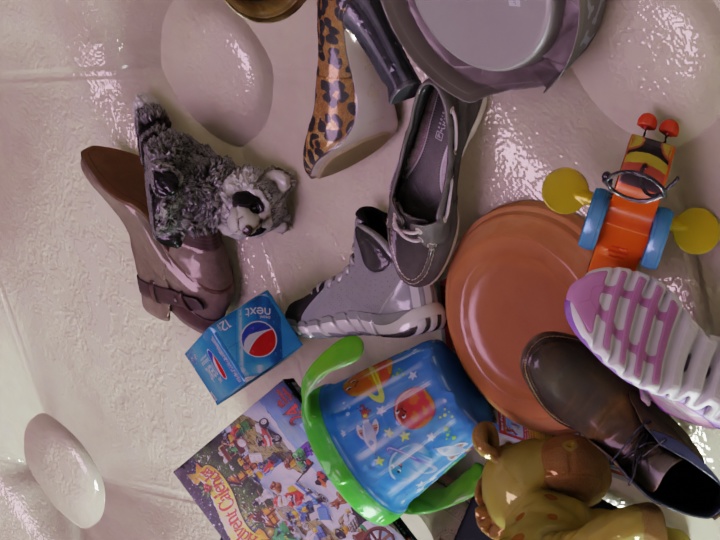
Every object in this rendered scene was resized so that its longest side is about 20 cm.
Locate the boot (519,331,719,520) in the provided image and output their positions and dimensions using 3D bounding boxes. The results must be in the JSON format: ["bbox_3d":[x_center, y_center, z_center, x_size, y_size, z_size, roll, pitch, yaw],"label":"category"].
[{"bbox_3d":[0.212,0.121,1.438,0.200,0.075,0.097,37,-177,-27],"label":"boot"}]

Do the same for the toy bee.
[{"bbox_3d":[0.215,-0.056,1.388,0.131,0.109,0.200,28,153,-12],"label":"toy bee"}]

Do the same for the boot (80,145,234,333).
[{"bbox_3d":[-0.209,-0.024,1.863,0.200,0.070,0.147,33,137,28],"label":"boot"}]

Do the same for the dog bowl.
[{"bbox_3d":[0.103,-0.227,1.413,0.200,0.059,0.201,26,131,34],"label":"dog bowl"}]

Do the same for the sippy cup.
[{"bbox_3d":[0.039,0.132,1.604,0.130,0.178,0.140,-33,67,15],"label":"sippy cup"}]

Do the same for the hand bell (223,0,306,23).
[{"bbox_3d":[-0.134,-0.272,1.629,0.200,0.104,0.105,13,123,55],"label":"hand bell"}]

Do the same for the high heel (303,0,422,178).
[{"bbox_3d":[-0.022,-0.173,1.586,0.143,0.071,0.200,64,146,14],"label":"high heel"}]

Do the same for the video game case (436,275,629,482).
[{"bbox_3d":[0.152,0.092,1.594,0.200,0.017,0.144,17,125,39],"label":"video game case"}]

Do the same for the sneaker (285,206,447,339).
[{"bbox_3d":[0.000,0.000,1.668,0.200,0.075,0.116,-3,97,48],"label":"sneaker"}]

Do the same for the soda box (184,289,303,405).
[{"bbox_3d":[-0.114,0.076,1.768,0.064,0.068,0.200,57,165,1],"label":"soda box"}]

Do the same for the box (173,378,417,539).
[{"bbox_3d":[-0.056,0.218,1.669,0.136,0.038,0.200,-40,81,9],"label":"box"}]

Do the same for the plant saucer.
[{"bbox_3d":[0.143,0.043,1.531,0.200,0.037,0.201,16,114,40],"label":"plant saucer"}]

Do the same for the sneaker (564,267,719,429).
[{"bbox_3d":[0.232,0.069,1.411,0.200,0.081,0.088,30,162,-15],"label":"sneaker"}]

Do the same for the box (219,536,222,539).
[{"bbox_3d":[-0.060,0.247,1.804,0.106,0.122,0.200,39,146,11],"label":"box"}]

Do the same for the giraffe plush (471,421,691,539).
[{"bbox_3d":[0.160,0.206,1.519,0.173,0.199,0.163,88,174,-46],"label":"giraffe plush"}]

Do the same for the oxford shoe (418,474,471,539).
[{"bbox_3d":[0.095,0.260,1.707,0.200,0.075,0.071,44,156,20],"label":"oxford shoe"}]

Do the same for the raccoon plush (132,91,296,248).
[{"bbox_3d":[-0.138,-0.107,1.752,0.097,0.133,0.201,102,158,-58],"label":"raccoon plush"}]

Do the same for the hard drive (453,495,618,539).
[{"bbox_3d":[0.172,0.259,1.612,0.200,0.033,0.140,26,95,34],"label":"hard drive"}]

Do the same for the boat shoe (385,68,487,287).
[{"bbox_3d":[0.051,-0.075,1.529,0.067,0.057,0.201,28,117,30],"label":"boat shoe"}]
